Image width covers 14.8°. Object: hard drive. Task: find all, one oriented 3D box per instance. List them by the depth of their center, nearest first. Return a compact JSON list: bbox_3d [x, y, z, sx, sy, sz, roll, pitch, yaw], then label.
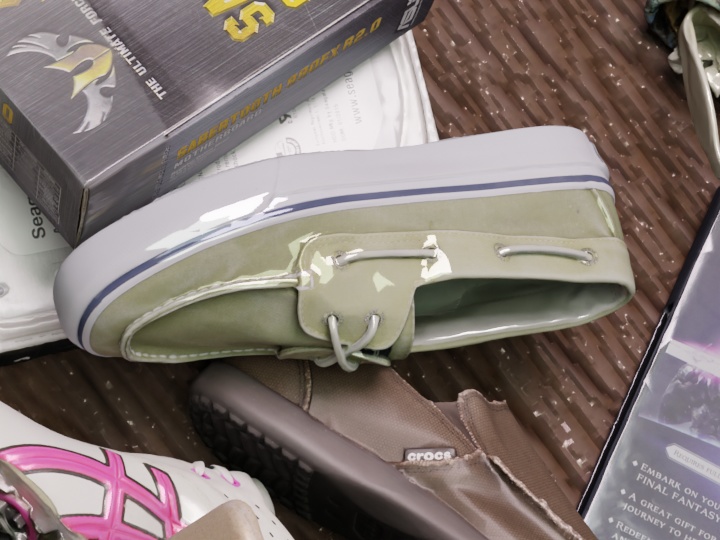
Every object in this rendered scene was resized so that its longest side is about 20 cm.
[{"bbox_3d":[-0.074,-0.049,0.967,0.199,0.038,0.140,-11,82,-15],"label":"hard drive"}]

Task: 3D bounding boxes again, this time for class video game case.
[{"bbox_3d":[0.155,0.086,1.010,0.143,0.019,0.200,28,73,-8],"label":"video game case"}]

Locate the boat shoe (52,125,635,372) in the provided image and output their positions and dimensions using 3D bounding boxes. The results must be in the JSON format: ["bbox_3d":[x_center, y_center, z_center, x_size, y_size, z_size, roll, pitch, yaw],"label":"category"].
[{"bbox_3d":[0.000,0.000,0.914,0.199,0.072,0.062,-14,61,-19],"label":"boat shoe"}]

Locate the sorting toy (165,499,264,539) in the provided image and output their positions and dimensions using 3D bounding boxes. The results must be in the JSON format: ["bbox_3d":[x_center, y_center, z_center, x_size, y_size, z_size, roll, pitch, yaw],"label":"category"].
[{"bbox_3d":[-0.035,0.187,0.871,0.036,0.185,0.200,-29,85,-49],"label":"sorting toy"}]

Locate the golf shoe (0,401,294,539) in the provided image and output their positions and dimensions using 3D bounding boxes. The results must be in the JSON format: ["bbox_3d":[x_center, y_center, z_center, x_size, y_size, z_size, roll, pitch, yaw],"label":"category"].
[{"bbox_3d":[-0.075,0.096,0.931,0.200,0.073,0.092,39,48,-5],"label":"golf shoe"}]

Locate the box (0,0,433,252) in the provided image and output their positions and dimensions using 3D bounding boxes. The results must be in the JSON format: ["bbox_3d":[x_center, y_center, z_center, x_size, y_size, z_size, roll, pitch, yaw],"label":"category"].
[{"bbox_3d":[-0.094,-0.127,0.935,0.158,0.048,0.200,-34,73,-25],"label":"box"}]

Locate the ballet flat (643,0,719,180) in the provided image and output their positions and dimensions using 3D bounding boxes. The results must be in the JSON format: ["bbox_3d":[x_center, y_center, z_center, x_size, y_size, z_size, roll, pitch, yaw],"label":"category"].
[{"bbox_3d":[0.166,-0.033,1.000,0.074,0.074,0.200,-23,67,-17],"label":"ballet flat"}]

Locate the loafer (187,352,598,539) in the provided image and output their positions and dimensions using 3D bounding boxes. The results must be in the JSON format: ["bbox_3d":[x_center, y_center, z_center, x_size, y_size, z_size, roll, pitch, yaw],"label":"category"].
[{"bbox_3d":[0.039,0.074,0.945,0.200,0.073,0.071,35,69,3],"label":"loafer"}]
